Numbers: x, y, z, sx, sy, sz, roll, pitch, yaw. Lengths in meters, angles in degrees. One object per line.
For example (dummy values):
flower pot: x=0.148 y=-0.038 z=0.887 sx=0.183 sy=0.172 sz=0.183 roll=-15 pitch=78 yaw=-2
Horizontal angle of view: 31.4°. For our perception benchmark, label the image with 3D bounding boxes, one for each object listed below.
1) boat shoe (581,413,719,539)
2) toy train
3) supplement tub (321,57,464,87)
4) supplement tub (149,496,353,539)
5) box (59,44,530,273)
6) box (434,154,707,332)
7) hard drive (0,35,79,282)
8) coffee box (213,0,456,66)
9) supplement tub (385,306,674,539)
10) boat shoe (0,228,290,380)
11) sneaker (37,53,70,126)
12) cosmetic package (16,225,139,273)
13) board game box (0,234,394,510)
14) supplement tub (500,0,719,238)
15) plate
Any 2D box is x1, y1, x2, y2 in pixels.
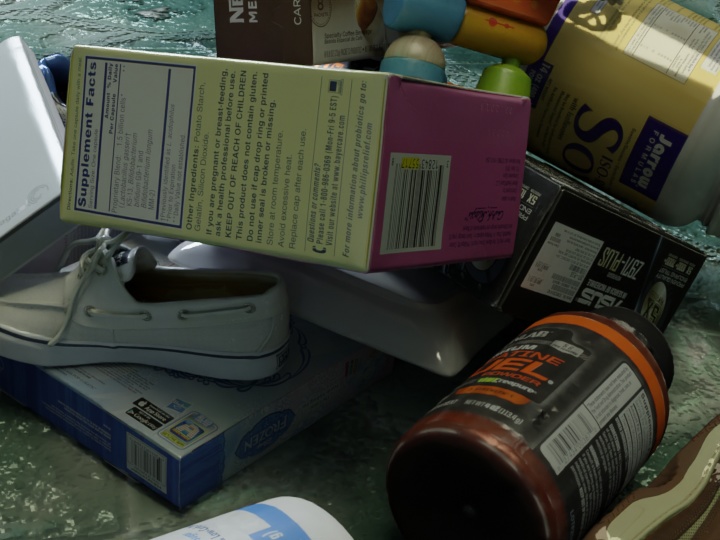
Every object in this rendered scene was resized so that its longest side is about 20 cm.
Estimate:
boat shoe: x=0.194 y=0.141 z=0.709 sx=0.075 sy=0.075 sz=0.202 roll=41 pitch=49 yaw=24
toy train: x=0.107 y=-0.155 z=0.838 sx=0.199 sy=0.116 sz=0.085 roll=13 pitch=-4 yaw=-20
supplement tub: x=-0.010 y=-0.109 z=0.993 sx=0.199 sy=0.123 sz=0.122 roll=15 pitch=30 yaw=38
supplement tub: x=-0.092 y=0.180 z=0.518 sx=0.199 sy=0.133 sz=0.132 roll=-14 pitch=36 yaw=-32
box: x=-0.033 y=-0.063 z=0.717 sx=0.199 sy=0.097 sz=0.176 roll=10 pitch=8 yaw=28
box: x=0.111 y=-0.029 z=0.871 sx=0.200 sy=0.086 sz=0.164 roll=17 pitch=15 yaw=-49
hard drive: x=-0.245 y=-0.060 z=0.806 sx=0.132 sy=0.026 sz=0.200 roll=-35 pitch=42 yaw=2
coffee box: x=-0.011 y=-0.202 z=0.875 sx=0.079 sy=0.115 sz=0.200 roll=5 pitch=14 yaw=32
supplement tub: x=0.108 y=0.091 z=0.731 sx=0.107 sy=0.107 sz=0.200 roll=24 pitch=34 yaw=27
boat shoe: x=-0.140 y=0.009 z=0.751 sx=0.201 sy=0.086 sz=0.075 roll=8 pitch=30 yaw=4
sneaker: x=-0.148 y=-0.092 z=0.872 sx=0.199 sy=0.086 sz=0.077 roll=19 pitch=34 yaw=13
cosmetic package: x=-0.229 y=-0.052 z=0.936 sx=0.101 sy=0.074 sz=0.200 roll=23 pitch=33 yaw=27
board game box: x=-0.114 y=0.047 z=0.821 sx=0.199 sy=0.044 sz=0.199 roll=27 pitch=37 yaw=31
supplement tub: x=0.210 y=-0.121 z=0.932 sx=0.199 sy=0.146 sz=0.145 roll=30 pitch=36 yaw=15
plate: x=0.000 y=0.000 z=0.865 sx=0.199 sy=0.032 sz=0.200 roll=21 pitch=15 yaw=15
